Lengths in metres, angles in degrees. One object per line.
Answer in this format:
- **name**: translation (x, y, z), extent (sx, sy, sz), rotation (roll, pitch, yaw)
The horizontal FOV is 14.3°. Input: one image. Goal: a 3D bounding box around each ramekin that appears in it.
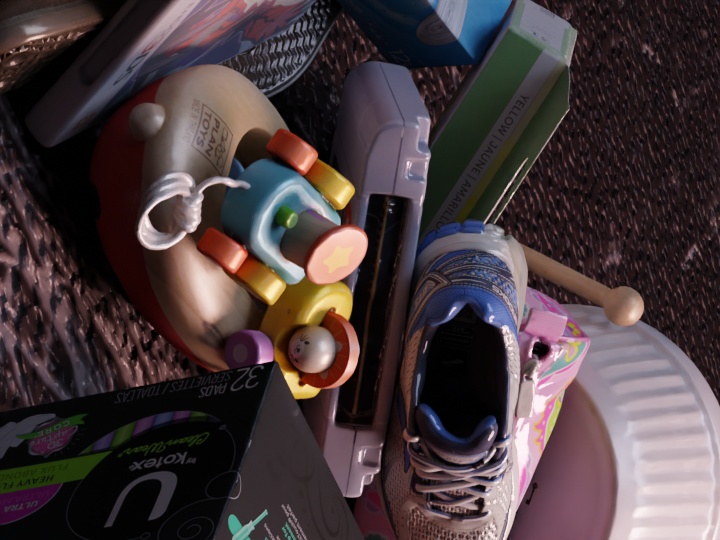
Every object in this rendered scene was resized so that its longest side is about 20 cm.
- **ramekin**: translation (0.100, 0.119, 1.619), extent (0.105, 0.200, 0.200), rotation (2, 76, -57)

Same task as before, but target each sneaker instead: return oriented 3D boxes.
- **sneaker**: translation (-0.151, -0.136, 1.351), extent (0.076, 0.070, 0.200), rotation (57, 20, -1)
- **sneaker**: translation (0.044, 0.080, 1.440), extent (0.085, 0.077, 0.200), rotation (-85, 175, -66)
- **sneaker**: translation (-0.061, -0.145, 1.553), extent (0.200, 0.085, 0.073), rotation (-43, 122, -39)

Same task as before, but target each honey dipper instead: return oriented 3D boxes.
- **honey dipper**: translation (0.084, -0.015, 1.660), extent (0.038, 0.200, 0.038), rotation (-27, 129, -38)

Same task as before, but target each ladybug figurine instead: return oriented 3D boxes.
- **ladybug figurine**: translation (-0.077, -0.023, 1.409), extent (0.200, 0.072, 0.136), rotation (61, 36, -51)

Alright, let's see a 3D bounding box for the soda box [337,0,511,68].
- **soda box**: translation (0.001, -0.194, 1.512), extent (0.200, 0.064, 0.068), rotation (48, 58, -35)

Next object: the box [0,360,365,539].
- **box**: translation (-0.097, 0.154, 1.192), extent (0.200, 0.148, 0.124), rotation (-72, 143, -51)

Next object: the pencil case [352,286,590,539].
- **pencil case**: translation (0.053, 0.100, 1.537), extent (0.087, 0.087, 0.200), rotation (-9, 124, -67)

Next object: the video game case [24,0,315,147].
- **video game case**: translation (-0.049, -0.144, 1.372), extent (0.023, 0.182, 0.200), rotation (52, 41, 5)

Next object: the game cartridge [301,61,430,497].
- **game cartridge**: translation (0.000, 0.000, 1.479), extent (0.133, 0.041, 0.200), rotation (-97, -165, -71)

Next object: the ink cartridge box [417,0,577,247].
- **ink cartridge box**: translation (0.060, -0.062, 1.542), extent (0.048, 0.146, 0.200), rotation (32, 16, -2)

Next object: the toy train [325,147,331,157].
- **toy train**: translation (-0.010, -0.036, 1.625), extent (0.034, 0.046, 0.200), rotation (67, 25, -22)

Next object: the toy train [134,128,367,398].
- **toy train**: translation (-0.051, 0.036, 1.338), extent (0.150, 0.056, 0.200), rotation (-30, 138, -38)
